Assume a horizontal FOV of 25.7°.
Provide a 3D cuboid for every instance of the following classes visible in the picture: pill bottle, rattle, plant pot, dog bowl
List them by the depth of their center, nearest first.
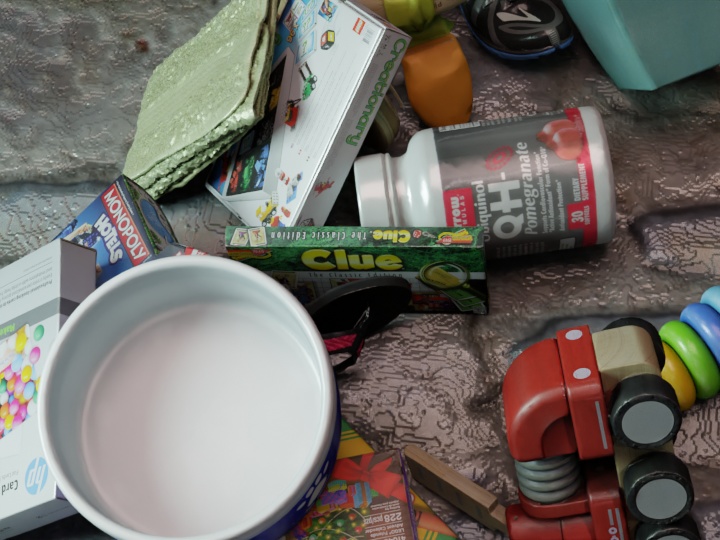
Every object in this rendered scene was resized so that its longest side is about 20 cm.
[{"bbox_3d":[-0.113,0.096,1.073,0.199,0.079,0.201,-2,71,5],"label":"dog bowl"},{"bbox_3d":[0.098,-0.064,1.260,0.199,0.111,0.111,-8,58,2],"label":"pill bottle"},{"bbox_3d":[0.238,-0.258,1.308,0.141,0.141,0.201,-21,100,-6],"label":"plant pot"},{"bbox_3d":[0.042,-0.229,1.402,0.130,0.143,0.200,-42,33,-8],"label":"rattle"}]

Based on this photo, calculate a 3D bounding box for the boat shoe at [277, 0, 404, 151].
[{"bbox_3d":[-0.019,-0.184,1.346,0.062,0.073,0.200,-30,61,-14],"label":"boat shoe"}]

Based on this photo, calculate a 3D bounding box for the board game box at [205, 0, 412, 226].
[{"bbox_3d":[-0.046,-0.126,1.274,0.126,0.034,0.201,42,112,44],"label":"board game box"}]

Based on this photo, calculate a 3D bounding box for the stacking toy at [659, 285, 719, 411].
[{"bbox_3d":[0.244,0.070,1.183,0.199,0.085,0.086,-31,60,-7],"label":"stacking toy"}]

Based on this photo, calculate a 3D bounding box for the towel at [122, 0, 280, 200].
[{"bbox_3d":[-0.133,-0.146,1.314,0.036,0.200,0.149,27,54,-28],"label":"towel"}]

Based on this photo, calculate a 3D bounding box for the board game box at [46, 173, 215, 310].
[{"bbox_3d":[-0.171,0.033,1.216,0.200,0.062,0.200,-40,50,14],"label":"board game box"}]

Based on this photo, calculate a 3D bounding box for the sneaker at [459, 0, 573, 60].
[{"bbox_3d":[0.116,-0.262,1.394,0.070,0.083,0.200,-25,60,-13],"label":"sneaker"}]

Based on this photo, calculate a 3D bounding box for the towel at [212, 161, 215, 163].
[{"bbox_3d":[-0.058,-0.171,1.397,0.146,0.024,0.201,9,60,11],"label":"towel"}]

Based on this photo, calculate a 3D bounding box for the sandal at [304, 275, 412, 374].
[{"bbox_3d":[-0.046,0.066,1.225,0.199,0.075,0.045,-26,57,0],"label":"sandal"}]

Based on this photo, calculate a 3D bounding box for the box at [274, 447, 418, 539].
[{"bbox_3d":[-0.056,0.209,1.087,0.199,0.039,0.138,-12,60,3],"label":"box"}]

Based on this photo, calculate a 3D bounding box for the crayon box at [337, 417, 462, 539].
[{"bbox_3d":[-0.034,0.212,1.139,0.172,0.058,0.200,-39,62,-16],"label":"crayon box"}]

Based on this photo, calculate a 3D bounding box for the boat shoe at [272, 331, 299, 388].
[{"bbox_3d":[-0.119,0.116,1.157,0.200,0.063,0.071,-36,68,1],"label":"boat shoe"}]

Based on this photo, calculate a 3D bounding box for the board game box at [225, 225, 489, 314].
[{"bbox_3d":[0.000,0.000,1.237,0.199,0.105,0.024,0,57,8],"label":"board game box"}]

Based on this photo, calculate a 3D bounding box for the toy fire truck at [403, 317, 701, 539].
[{"bbox_3d":[0.125,0.129,1.113,0.199,0.177,0.129,-11,30,7],"label":"toy fire truck"}]

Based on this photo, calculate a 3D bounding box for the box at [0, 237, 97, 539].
[{"bbox_3d":[-0.260,0.095,1.187,0.155,0.041,0.201,-23,61,38],"label":"box"}]
